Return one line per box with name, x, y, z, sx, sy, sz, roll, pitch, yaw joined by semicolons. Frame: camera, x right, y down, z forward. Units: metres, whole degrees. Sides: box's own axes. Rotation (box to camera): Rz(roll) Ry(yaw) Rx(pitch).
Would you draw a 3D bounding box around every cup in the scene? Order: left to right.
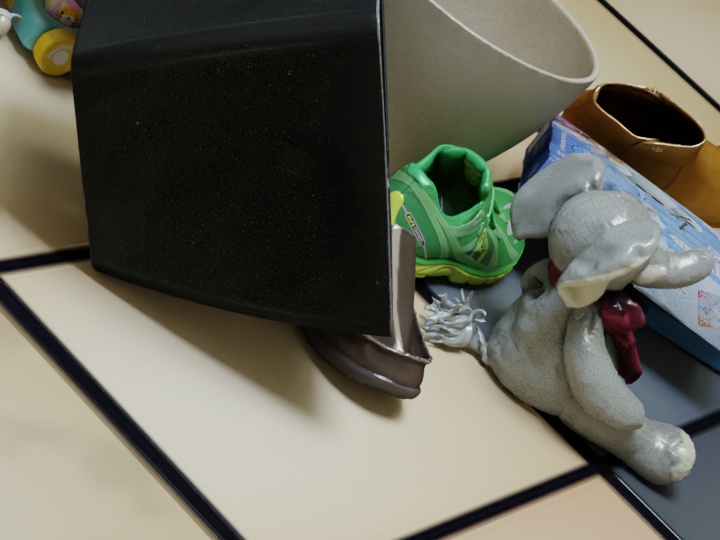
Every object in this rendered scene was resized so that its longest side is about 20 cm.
cup;0.053;-0.148;1.837;0.200;0.143;0.201;29;25;-15

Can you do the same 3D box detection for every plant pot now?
plant pot;-0.071;-0.089;1.479;0.176;0.201;0.200;-3;29;2

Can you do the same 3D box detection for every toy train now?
toy train;-0.230;-0.205;1.662;0.200;0.056;0.150;34;24;-6

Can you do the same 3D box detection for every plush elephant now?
plush elephant;0.157;0.013;1.668;0.199;0.155;0.165;24;26;-27

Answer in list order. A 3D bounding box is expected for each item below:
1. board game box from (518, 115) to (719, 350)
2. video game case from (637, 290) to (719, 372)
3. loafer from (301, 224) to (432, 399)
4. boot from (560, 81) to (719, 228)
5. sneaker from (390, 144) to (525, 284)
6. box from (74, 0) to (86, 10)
board game box;0.209;-0.028;1.875;0.199;0.043;0.200;37;14;-4
video game case;0.277;0.025;1.987;0.143;0.018;0.200;33;24;-11
loafer;0.000;0.000;1.582;0.073;0.071;0.200;20;29;-33
boot;0.255;-0.091;2.028;0.200;0.071;0.144;22;-10;-11
sneaker;0.071;-0.039;1.735;0.074;0.084;0.200;46;21;19
box;-0.125;-0.239;1.671;0.200;0.104;0.182;5;36;-48
